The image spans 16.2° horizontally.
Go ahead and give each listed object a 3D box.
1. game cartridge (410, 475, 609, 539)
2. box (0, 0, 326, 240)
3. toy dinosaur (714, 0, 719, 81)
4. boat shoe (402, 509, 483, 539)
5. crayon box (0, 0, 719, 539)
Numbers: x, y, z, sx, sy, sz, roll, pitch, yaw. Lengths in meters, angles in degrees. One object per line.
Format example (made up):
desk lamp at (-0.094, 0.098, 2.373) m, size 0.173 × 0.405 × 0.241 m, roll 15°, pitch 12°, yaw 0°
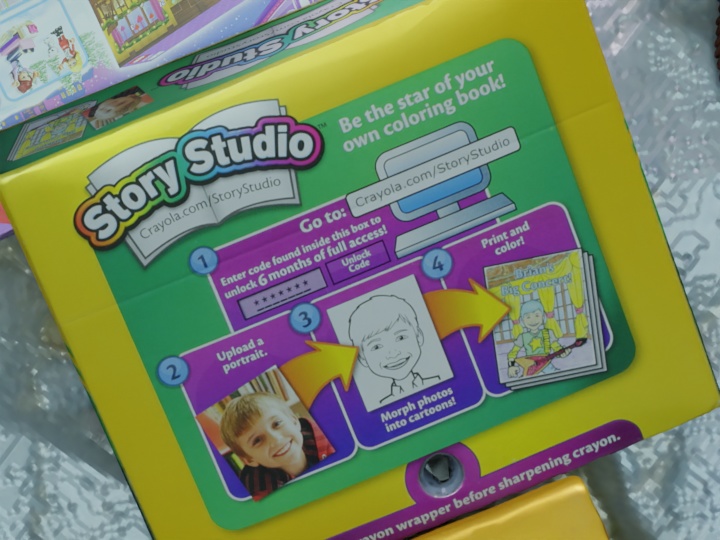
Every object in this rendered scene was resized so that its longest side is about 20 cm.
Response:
game cartridge at (0.015, 0.183, 0.821) m, size 0.199 × 0.032 × 0.177 m, roll -21°, pitch 74°, yaw -8°
box at (-0.088, -0.105, 0.876) m, size 0.199 × 0.039 × 0.138 m, roll -26°, pitch 92°, yaw 0°
toy dinosaur at (0.131, -0.181, 0.873) m, size 0.104 × 0.200 × 0.182 m, roll 16°, pitch 64°, yaw 27°
boat shoe at (-0.006, 0.173, 0.878) m, size 0.074 × 0.066 × 0.201 m, roll 35°, pitch 92°, yaw -2°
crayon box at (0.000, 0.000, 0.853) m, size 0.199 × 0.058 × 0.173 m, roll -22°, pitch 109°, yaw 0°
